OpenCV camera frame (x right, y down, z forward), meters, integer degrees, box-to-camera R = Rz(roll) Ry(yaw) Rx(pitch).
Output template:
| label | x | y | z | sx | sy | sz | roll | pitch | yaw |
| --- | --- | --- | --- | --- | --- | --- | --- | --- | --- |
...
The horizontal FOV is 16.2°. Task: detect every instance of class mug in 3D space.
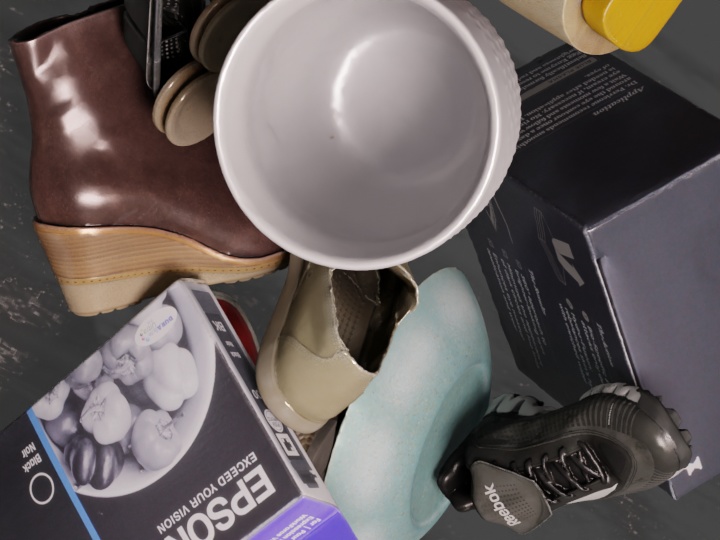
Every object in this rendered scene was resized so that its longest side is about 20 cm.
| label | x | y | z | sx | sy | sz | roll | pitch | yaw |
| --- | --- | --- | --- | --- | --- | --- | --- | --- | --- |
| mug | 0.015 | -0.109 | 1.327 | 0.147 | 0.175 | 0.201 | 7 | 99 | 10 |

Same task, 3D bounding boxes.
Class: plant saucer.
| label | x | y | z | sx | sy | sz | roll | pitch | yaw |
| --- | --- | --- | --- | --- | --- | --- | --- | --- | --- |
| plant saucer | 0.038 | 0.098 | 1.519 | 0.201 | 0.039 | 0.201 | -54 | 156 | -38 |

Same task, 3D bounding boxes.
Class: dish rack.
| label | x | y | z | sx | sy | sz | roll | pitch | yaw |
| --- | --- | --- | --- | --- | --- | --- | --- | --- | --- |
| dish rack | -0.042 | -0.192 | 1.370 | 0.200 | 0.055 | 0.154 | -28 | 149 | -28 |

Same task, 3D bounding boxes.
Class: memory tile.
| label | x | y | z | sx | sy | sz | roll | pitch | yaw |
| --- | --- | --- | --- | --- | --- | --- | --- | --- | --- |
| memory tile | -0.021 | -0.140 | 1.398 | 0.200 | 0.017 | 0.154 | -14 | 139 | -48 |

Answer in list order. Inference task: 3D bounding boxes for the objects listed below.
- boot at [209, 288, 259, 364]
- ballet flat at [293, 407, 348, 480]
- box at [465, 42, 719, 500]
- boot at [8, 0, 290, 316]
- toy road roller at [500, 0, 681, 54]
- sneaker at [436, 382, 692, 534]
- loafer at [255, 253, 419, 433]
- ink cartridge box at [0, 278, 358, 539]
| label | x | y | z | sx | sy | sz | roll | pitch | yaw |
| --- | --- | --- | --- | --- | --- | --- | --- | --- | --- |
| boot | -0.066 | 0.119 | 1.486 | 0.072 | 0.144 | 0.201 | -15 | 116 | -17 |
| ballet flat | -0.020 | 0.072 | 1.488 | 0.046 | 0.200 | 0.068 | 17 | 124 | 12 |
| box | 0.158 | -0.005 | 1.508 | 0.117 | 0.200 | 0.197 | -29 | 122 | -12 |
| boot | -0.097 | -0.076 | 1.431 | 0.199 | 0.072 | 0.167 | -18 | 110 | -31 |
| toy road roller | 0.183 | -0.206 | 1.484 | 0.200 | 0.123 | 0.146 | -53 | 134 | 2 |
| sneaker | 0.111 | 0.114 | 1.450 | 0.090 | 0.200 | 0.067 | -39 | 105 | -26 |
| loafer | 0.000 | 0.000 | 1.417 | 0.076 | 0.068 | 0.201 | 40 | 48 | -36 |
| ink cartridge box | -0.113 | 0.142 | 1.413 | 0.198 | 0.200 | 0.043 | -40 | 162 | 22 |
